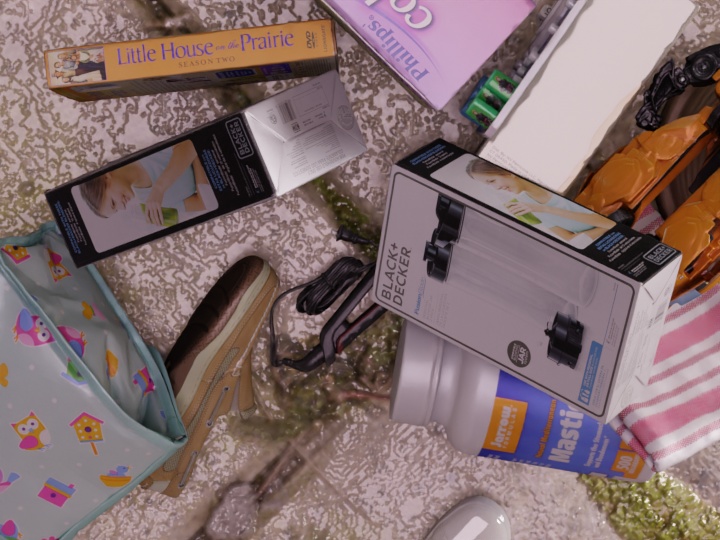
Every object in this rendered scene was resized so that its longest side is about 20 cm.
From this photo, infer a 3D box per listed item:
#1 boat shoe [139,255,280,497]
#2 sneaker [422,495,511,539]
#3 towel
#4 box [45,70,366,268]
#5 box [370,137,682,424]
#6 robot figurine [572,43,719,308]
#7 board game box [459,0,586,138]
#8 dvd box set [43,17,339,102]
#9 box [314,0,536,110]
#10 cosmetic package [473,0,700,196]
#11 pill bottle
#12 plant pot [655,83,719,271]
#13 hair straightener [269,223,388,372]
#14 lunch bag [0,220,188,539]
[{"bbox_3d":[-0.109,0.083,1.295,0.076,0.072,0.201,31,106,-15],"label":"boat shoe"},{"bbox_3d":[0.059,0.270,1.306,0.072,0.085,0.201,27,95,-2],"label":"sneaker"},{"bbox_3d":[0.206,0.040,1.231,0.146,0.030,0.200,-25,61,-25],"label":"towel"},{"bbox_3d":[-0.109,-0.069,1.194,0.199,0.116,0.061,-17,99,37],"label":"box"},{"bbox_3d":[0.108,0.005,1.167,0.199,0.060,0.117,29,127,26],"label":"box"},{"bbox_3d":[0.230,-0.061,1.194,0.200,0.058,0.145,-45,65,6],"label":"robot figurine"},{"bbox_3d":[0.134,-0.182,1.192,0.026,0.200,0.201,35,95,-1],"label":"board game box"},{"bbox_3d":[-0.114,-0.148,1.221,0.198,0.146,0.030,-6,92,1],"label":"dvd box set"},{"bbox_3d":[0.018,-0.206,1.188,0.176,0.200,0.097,44,95,-5],"label":"box"},{"bbox_3d":[0.154,-0.126,1.247,0.073,0.104,0.201,36,96,0],"label":"cosmetic package"},{"bbox_3d":[0.125,0.087,1.270,0.198,0.112,0.113,9,97,-3],"label":"pill bottle"},{"bbox_3d":[0.320,-0.078,1.263,0.199,0.093,0.203,0,96,-1],"label":"plant pot"},{"bbox_3d":[0.000,0.000,1.300,0.200,0.041,0.077,-42,96,9],"label":"hair straightener"},{"bbox_3d":[-0.238,0.093,1.248,0.170,0.122,0.200,-38,91,19],"label":"lunch bag"}]
